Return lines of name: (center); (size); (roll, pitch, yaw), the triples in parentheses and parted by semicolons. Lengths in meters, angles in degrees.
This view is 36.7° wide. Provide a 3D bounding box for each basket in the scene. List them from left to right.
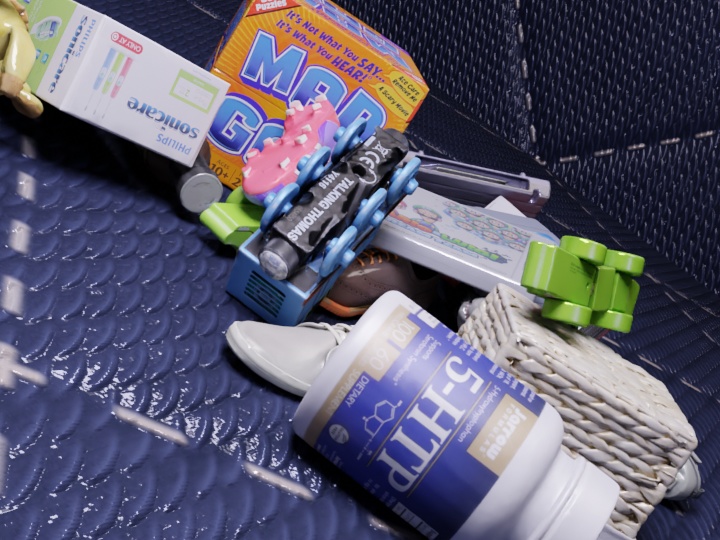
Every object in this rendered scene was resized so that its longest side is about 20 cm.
basket: (0.162, 0.119, 0.905); (0.199, 0.124, 0.136); (31, 16, -11)

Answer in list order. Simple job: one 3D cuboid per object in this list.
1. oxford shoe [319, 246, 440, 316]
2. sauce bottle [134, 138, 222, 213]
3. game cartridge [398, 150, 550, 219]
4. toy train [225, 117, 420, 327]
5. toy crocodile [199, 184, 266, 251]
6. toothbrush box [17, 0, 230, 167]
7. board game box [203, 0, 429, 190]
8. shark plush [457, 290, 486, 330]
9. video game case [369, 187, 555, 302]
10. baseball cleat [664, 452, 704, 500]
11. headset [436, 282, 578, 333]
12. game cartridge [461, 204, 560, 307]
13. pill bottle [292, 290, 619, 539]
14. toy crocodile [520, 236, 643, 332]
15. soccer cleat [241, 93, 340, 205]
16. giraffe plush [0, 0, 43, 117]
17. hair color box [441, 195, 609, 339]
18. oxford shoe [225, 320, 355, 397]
oxford shoe: (0.000, 0.000, 1.015); (0.199, 0.073, 0.071); (15, 24, -50)
sauce bottle: (-0.179, -0.122, 1.026); (0.064, 0.065, 0.200); (22, 19, -38)
game cartridge: (0.119, -0.089, 1.344); (0.198, 0.130, 0.039); (11, 65, -9)
toy train: (-0.026, -0.043, 0.899); (0.086, 0.115, 0.200); (36, 49, 5)
toy crocodile: (-0.078, -0.038, 1.015); (0.067, 0.062, 0.200); (39, 21, 21)
toothbrush box: (-0.236, -0.179, 0.947); (0.199, 0.087, 0.145); (31, 6, 40)
board game box: (-0.070, -0.189, 1.192); (0.199, 0.201, 0.200); (30, 16, -15)
shark plush: (0.155, 0.099, 1.034); (0.200, 0.083, 0.091); (50, 51, -18)
video game case: (0.087, -0.035, 1.058); (0.199, 0.024, 0.182); (22, 20, 9)
baseball cleat: (0.282, 0.164, 1.145); (0.106, 0.070, 0.201); (24, 27, -53)
headset: (0.138, 0.025, 1.153); (0.199, 0.095, 0.123); (16, 19, 36)
game cartridge: (0.166, -0.012, 1.153); (0.132, 0.041, 0.200); (14, 24, -19)
pill bottle: (0.065, 0.117, 0.722); (0.199, 0.120, 0.120); (36, 16, 8)
toy crocodile: (0.186, 0.012, 0.912); (0.061, 0.068, 0.199); (11, 0, 38)
soccer cleat: (-0.056, -0.099, 1.015); (0.200, 0.066, 0.077); (-70, 144, -59)
giraffe plush: (-0.305, -0.171, 0.782); (0.198, 0.174, 0.162); (-8, -3, -8)
hair color box: (0.191, 0.017, 1.260); (0.200, 0.111, 0.064); (46, -11, 34)
oxford shoe: (-0.016, 0.065, 0.829); (0.199, 0.058, 0.075); (20, 24, -37)
